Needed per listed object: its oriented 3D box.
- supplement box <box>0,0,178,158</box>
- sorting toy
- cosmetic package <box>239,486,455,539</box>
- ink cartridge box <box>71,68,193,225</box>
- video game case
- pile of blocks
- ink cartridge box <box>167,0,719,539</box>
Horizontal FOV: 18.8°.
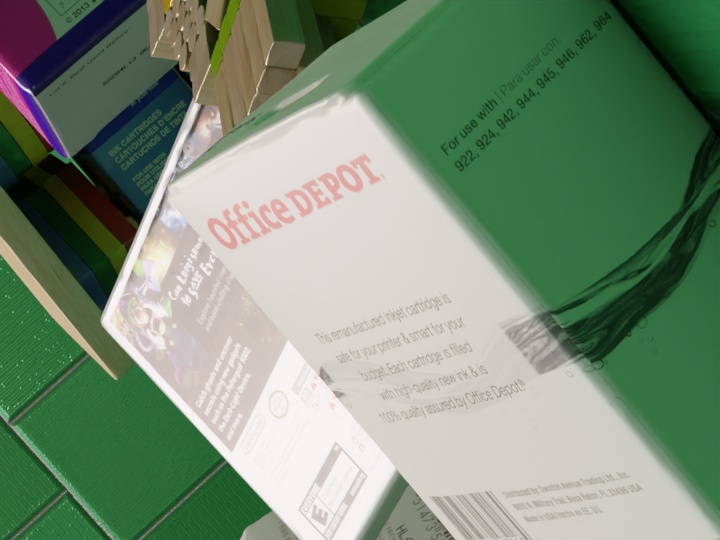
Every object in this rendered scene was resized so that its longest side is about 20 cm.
[{"bbox_3d":[-0.172,-0.166,1.018,0.200,0.101,0.103,47,172,12],"label":"supplement box"},{"bbox_3d":[-0.199,-0.049,1.296,0.200,0.070,0.199,53,171,-19],"label":"sorting toy"},{"bbox_3d":[0.071,0.201,1.132,0.200,0.166,0.167,55,-177,-37],"label":"cosmetic package"},{"bbox_3d":[-0.120,-0.064,1.320,0.200,0.076,0.136,52,171,-13],"label":"ink cartridge box"},{"bbox_3d":[-0.029,0.015,0.991,0.182,0.023,0.200,45,133,20],"label":"video game case"},{"bbox_3d":[-0.030,-0.097,0.813,0.062,0.082,0.200,6,-161,-20],"label":"pile of blocks"},{"bbox_3d":[0.056,0.015,0.632,0.200,0.084,0.145,50,155,-10],"label":"ink cartridge box"}]
